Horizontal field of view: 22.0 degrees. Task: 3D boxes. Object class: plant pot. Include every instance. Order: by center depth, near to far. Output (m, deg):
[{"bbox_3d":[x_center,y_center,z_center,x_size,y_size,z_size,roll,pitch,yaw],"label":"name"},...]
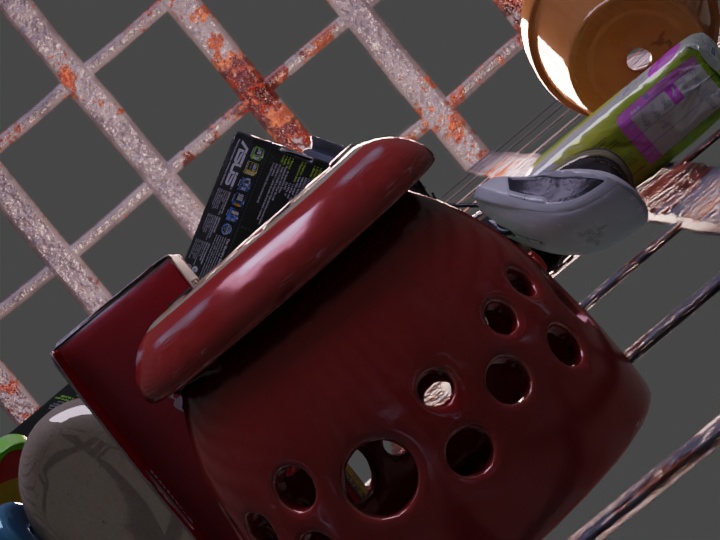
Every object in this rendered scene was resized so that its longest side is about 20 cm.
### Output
[{"bbox_3d":[0.005,0.054,0.870,0.200,0.183,0.200,-41,5,4],"label":"plant pot"},{"bbox_3d":[0.263,-0.228,1.824,0.200,0.200,0.140,-39,19,16],"label":"plant pot"}]

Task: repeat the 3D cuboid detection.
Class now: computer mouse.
[{"bbox_3d":[0.120,-0.038,1.374,0.199,0.110,0.044,-2,53,43],"label":"computer mouse"}]

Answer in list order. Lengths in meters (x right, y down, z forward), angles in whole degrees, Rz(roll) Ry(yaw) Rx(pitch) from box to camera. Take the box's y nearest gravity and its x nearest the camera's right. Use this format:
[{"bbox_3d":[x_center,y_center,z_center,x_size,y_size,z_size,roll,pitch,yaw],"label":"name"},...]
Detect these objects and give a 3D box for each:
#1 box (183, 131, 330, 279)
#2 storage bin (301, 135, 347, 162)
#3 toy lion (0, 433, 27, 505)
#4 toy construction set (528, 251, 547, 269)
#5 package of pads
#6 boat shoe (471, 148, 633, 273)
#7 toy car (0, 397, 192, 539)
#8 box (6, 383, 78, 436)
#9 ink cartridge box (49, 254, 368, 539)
[{"bbox_3d":[-0.054,0.004,1.557,0.201,0.192,0.048,-69,-20,-4],"label":"box"},{"bbox_3d":[0.000,0.000,1.654,0.134,0.200,0.145,-51,25,-6],"label":"storage bin"},{"bbox_3d":[-0.227,0.197,1.405,0.200,0.192,0.069,-40,24,-15],"label":"toy lion"},{"bbox_3d":[0.054,0.034,1.357,0.200,0.092,0.131,-31,-18,21],"label":"toy construction set"},{"bbox_3d":[0.232,-0.116,1.586,0.200,0.068,0.155,-40,2,16],"label":"package of pads"},{"bbox_3d":[0.128,-0.026,1.482,0.200,0.075,0.073,-40,3,17],"label":"boat shoe"},{"bbox_3d":[-0.128,0.157,1.283,0.185,0.177,0.200,-51,-12,13],"label":"toy car"},{"bbox_3d":[-0.211,0.178,1.638,0.200,0.124,0.149,-43,-37,-47],"label":"box"},{"bbox_3d":[-0.071,0.093,1.008,0.084,0.200,0.176,-39,3,-2],"label":"ink cartridge box"}]
